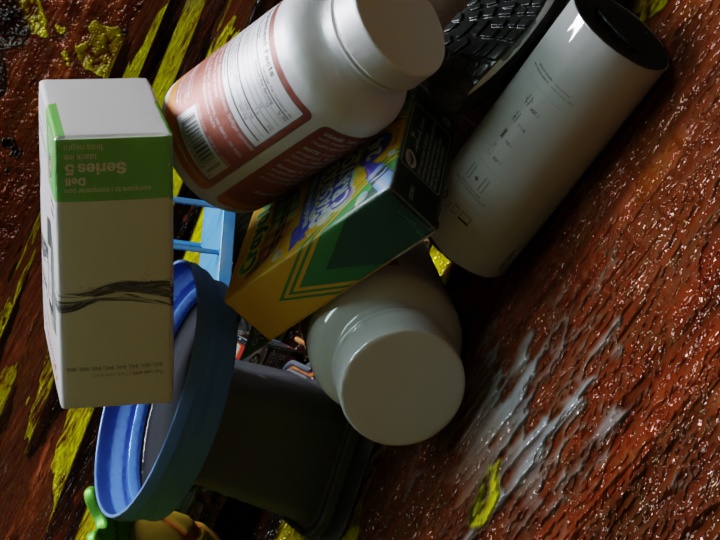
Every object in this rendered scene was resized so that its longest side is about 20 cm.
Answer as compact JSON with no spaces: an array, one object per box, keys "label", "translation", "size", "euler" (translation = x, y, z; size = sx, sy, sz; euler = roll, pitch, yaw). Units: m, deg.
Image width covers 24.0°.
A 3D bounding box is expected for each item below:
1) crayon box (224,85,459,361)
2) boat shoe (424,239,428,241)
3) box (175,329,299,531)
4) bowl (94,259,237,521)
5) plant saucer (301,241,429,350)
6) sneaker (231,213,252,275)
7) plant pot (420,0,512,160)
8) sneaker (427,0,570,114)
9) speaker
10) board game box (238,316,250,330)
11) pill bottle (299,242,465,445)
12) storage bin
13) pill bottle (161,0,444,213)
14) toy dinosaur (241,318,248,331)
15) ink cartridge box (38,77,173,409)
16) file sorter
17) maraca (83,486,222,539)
[{"label":"crayon box","translation":[-0.024,-0.034,1.213],"size":[0.199,0.052,0.126],"euler":[-35,26,33]},{"label":"boat shoe","translation":[0.017,-0.082,1.392],"size":[0.199,0.065,0.073],"euler":[22,130,42]},{"label":"box","translation":[-0.132,0.151,1.515],"size":[0.201,0.037,0.136],"euler":[-65,-18,2]},{"label":"bowl","translation":[-0.148,0.094,1.288],"size":[0.201,0.039,0.202],"euler":[-49,31,44]},{"label":"plant saucer","translation":[0.000,0.000,1.464],"size":[0.201,0.034,0.201],"euler":[-53,21,30]},{"label":"sneaker","translation":[-0.102,-0.019,1.694],"size":[0.081,0.074,0.201],"euler":[-36,24,30]},{"label":"plant pot","translation":[0.064,-0.198,1.321],"size":[0.199,0.200,0.200],"euler":[-53,20,8]},{"label":"sneaker","translation":[0.131,-0.173,1.204],"size":[0.075,0.088,0.200],"euler":[18,64,49]},{"label":"speaker","translation":[0.123,-0.092,1.164],"size":[0.201,0.081,0.082],"euler":[-54,21,31]},{"label":"board game box","translation":[-0.134,0.042,1.777],"size":[0.127,0.034,0.201],"euler":[-57,20,24]},{"label":"pill bottle","translation":[0.014,0.041,1.241],"size":[0.115,0.114,0.200],"euler":[-59,19,16]},{"label":"storage bin","translation":[-0.087,0.119,1.356],"size":[0.200,0.133,0.147],"euler":[22,93,67]},{"label":"pill bottle","translation":[-0.040,-0.128,1.178],"size":[0.199,0.112,0.113],"euler":[-29,37,39]},{"label":"toy dinosaur","translation":[-0.048,-0.024,1.576],"size":[0.077,0.102,0.202],"euler":[25,106,28]},{"label":"ink cartridge box","translation":[-0.182,-0.021,1.209],"size":[0.146,0.083,0.202],"euler":[-124,34,-64]},{"label":"file sorter","translation":[-0.194,-0.005,1.656],"size":[0.139,0.121,0.202],"euler":[133,143,-68]},{"label":"maraca","translation":[-0.162,0.247,1.366],"size":[0.106,0.200,0.138],"euler":[-30,41,10]}]
